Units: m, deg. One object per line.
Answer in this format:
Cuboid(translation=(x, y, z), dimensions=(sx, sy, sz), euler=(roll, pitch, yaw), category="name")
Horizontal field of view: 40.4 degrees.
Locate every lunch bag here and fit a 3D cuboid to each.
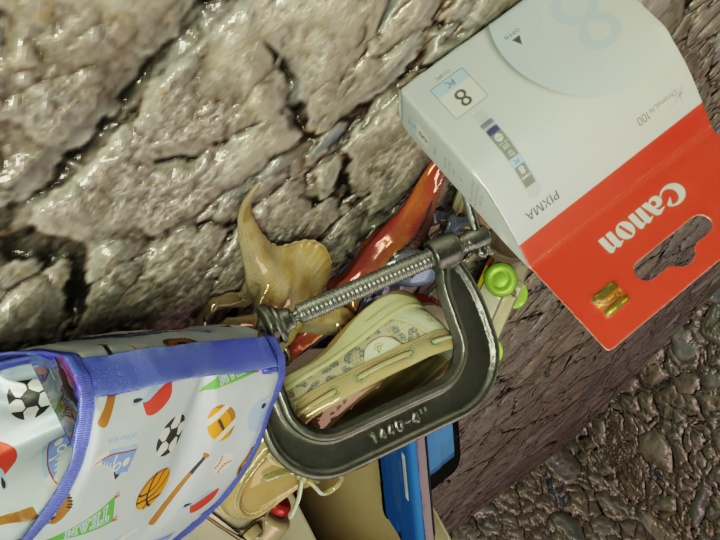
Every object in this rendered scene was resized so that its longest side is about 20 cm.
Cuboid(translation=(-0.153, 0.102, 0.555), dimensions=(0.200, 0.125, 0.169), euler=(-42, 160, 26), category="lunch bag")

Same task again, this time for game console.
Cuboid(translation=(0.077, 0.163, 0.988), dimensions=(0.117, 0.171, 0.203), euler=(-12, 110, -15), category="game console")

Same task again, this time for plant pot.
Cuboid(translation=(-0.048, 0.292, 1.072), dimensions=(0.177, 0.201, 0.199), euler=(-38, 164, 32), category="plant pot")

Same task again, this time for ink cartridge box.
Cuboid(translation=(0.144, -0.078, 0.600), dimensions=(0.159, 0.201, 0.047), euler=(-36, 161, -11), category="ink cartridge box")

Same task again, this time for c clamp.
Cuboid(translation=(0.010, 0.032, 0.630), dimensions=(0.198, 0.173, 0.027), euler=(-28, -168, -17), category="c clamp")

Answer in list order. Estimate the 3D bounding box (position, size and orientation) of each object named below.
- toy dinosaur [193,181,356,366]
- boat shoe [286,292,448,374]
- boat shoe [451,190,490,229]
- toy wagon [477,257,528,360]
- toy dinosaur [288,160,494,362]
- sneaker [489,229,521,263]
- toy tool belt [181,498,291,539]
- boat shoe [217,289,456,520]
Cuboid(translation=(-0.063, 0.014, 0.651), dimensions=(0.101, 0.058, 0.200), euler=(-44, 141, -6), category="toy dinosaur")
Cuboid(translation=(-0.017, 0.075, 0.836), dimensions=(0.198, 0.072, 0.063), euler=(-26, -159, -8), category="boat shoe")
Cuboid(translation=(0.151, -0.096, 0.775), dimensions=(0.200, 0.067, 0.074), euler=(-50, 158, 24), category="boat shoe")
Cuboid(translation=(0.144, 0.026, 1.007), dimensions=(0.202, 0.039, 0.155), euler=(-67, 165, -1), category="toy wagon")
Cuboid(translation=(0.000, 0.000, 0.747), dimensions=(0.180, 0.105, 0.202), euler=(-24, 123, -15), category="toy dinosaur")
Cuboid(translation=(0.201, -0.075, 0.910), dimensions=(0.199, 0.071, 0.076), euler=(-33, 158, -22), category="sneaker")
Cuboid(translation=(-0.095, 0.145, 0.740), dimensions=(0.123, 0.125, 0.199), euler=(-50, 140, 7), category="toy tool belt")
Cuboid(translation=(-0.019, 0.099, 0.665), dimensions=(0.200, 0.063, 0.073), euler=(-46, 141, -6), category="boat shoe")
